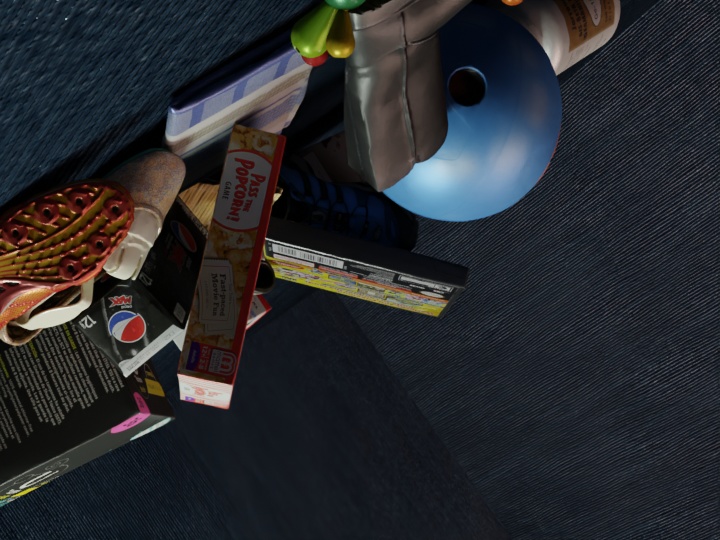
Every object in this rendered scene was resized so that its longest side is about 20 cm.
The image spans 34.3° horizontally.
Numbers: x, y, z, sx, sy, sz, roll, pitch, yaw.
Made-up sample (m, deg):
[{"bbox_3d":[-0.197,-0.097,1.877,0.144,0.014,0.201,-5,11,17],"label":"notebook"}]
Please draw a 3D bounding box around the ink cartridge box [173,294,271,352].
[{"bbox_3d":[-0.185,0.030,1.445,0.067,0.117,0.200,-38,178,16],"label":"ink cartridge box"}]

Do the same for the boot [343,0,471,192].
[{"bbox_3d":[0.057,-0.168,0.910,0.163,0.066,0.201,-26,145,-10],"label":"boot"}]

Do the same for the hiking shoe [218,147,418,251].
[{"bbox_3d":[-0.040,-0.055,1.151,0.087,0.198,0.075,-34,141,-54],"label":"hiking shoe"}]

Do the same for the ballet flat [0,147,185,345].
[{"bbox_3d":[-0.202,-0.009,0.878,0.199,0.068,0.068,-37,145,15],"label":"ballet flat"}]

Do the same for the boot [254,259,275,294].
[{"bbox_3d":[-0.193,0.024,1.167,0.198,0.069,0.130,-18,-177,-30],"label":"boot"}]

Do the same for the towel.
[{"bbox_3d":[-0.101,-0.125,0.925,0.146,0.024,0.200,-34,174,-19],"label":"towel"}]

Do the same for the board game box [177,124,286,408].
[{"bbox_3d":[-0.107,0.003,0.957,0.152,0.046,0.203,122,-20,-75],"label":"board game box"}]

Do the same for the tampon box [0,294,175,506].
[{"bbox_3d":[-0.289,0.119,1.039,0.198,0.127,0.150,-26,172,0],"label":"tampon box"}]

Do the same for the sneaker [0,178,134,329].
[{"bbox_3d":[-0.245,-0.004,0.822,0.199,0.073,0.077,-34,-160,7],"label":"sneaker"}]

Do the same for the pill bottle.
[{"bbox_3d":[0.196,-0.272,1.311,0.199,0.115,0.114,-35,177,-38],"label":"pill bottle"}]

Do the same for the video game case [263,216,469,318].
[{"bbox_3d":[0.000,0.000,1.170,0.181,0.197,0.026,105,-1,-78],"label":"video game case"}]

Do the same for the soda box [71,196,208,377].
[{"bbox_3d":[-0.179,0.005,0.988,0.071,0.063,0.200,-38,-162,15],"label":"soda box"}]

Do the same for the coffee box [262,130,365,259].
[{"bbox_3d":[-0.053,-0.086,1.287,0.198,0.081,0.113,-27,176,-17],"label":"coffee box"}]

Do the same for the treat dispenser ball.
[{"bbox_3d":[0.090,-0.147,1.096,0.200,0.202,0.201,-37,177,-2],"label":"treat dispenser ball"}]

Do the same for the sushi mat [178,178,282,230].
[{"bbox_3d":[-0.148,-0.049,1.146,0.094,0.012,0.200,9,159,-18],"label":"sushi mat"}]

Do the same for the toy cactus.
[{"bbox_3d":[0.027,-0.201,0.719,0.198,0.103,0.165,-29,169,12],"label":"toy cactus"}]
